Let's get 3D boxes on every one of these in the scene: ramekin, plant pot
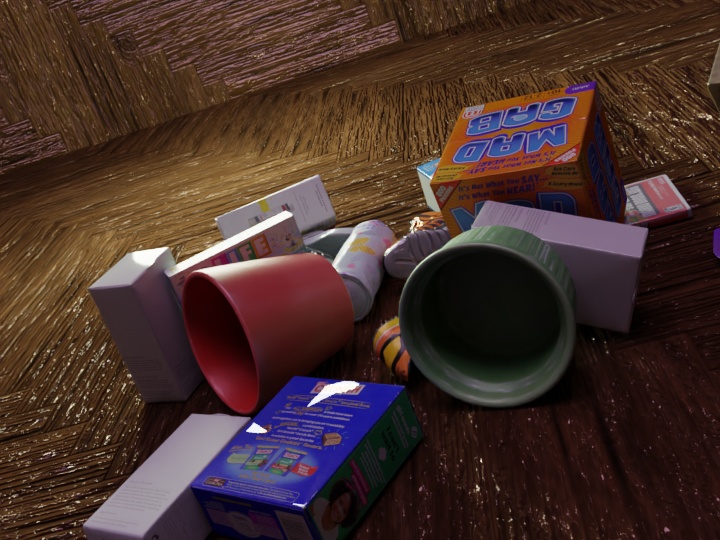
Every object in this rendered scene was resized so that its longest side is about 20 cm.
[{"bbox_3d":[0.152,0.046,1.001,0.199,0.201,0.098,-8,19,25],"label":"ramekin"},{"bbox_3d":[-0.118,0.070,1.188,0.177,0.201,0.200,-22,21,-34],"label":"plant pot"}]

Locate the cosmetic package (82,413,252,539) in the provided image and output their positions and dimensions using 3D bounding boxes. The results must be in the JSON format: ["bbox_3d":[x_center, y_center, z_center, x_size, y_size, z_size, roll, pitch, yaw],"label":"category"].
[{"bbox_3d":[-0.203,0.251,0.989,0.101,0.074,0.200,-2,27,35],"label":"cosmetic package"}]

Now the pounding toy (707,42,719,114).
[{"bbox_3d":[0.643,-0.281,1.348,0.184,0.200,0.143,4,61,43],"label":"pounding toy"}]

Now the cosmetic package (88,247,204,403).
[{"bbox_3d":[-0.295,0.081,1.269,0.084,0.201,0.108,-7,26,28],"label":"cosmetic package"}]

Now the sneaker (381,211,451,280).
[{"bbox_3d":[0.097,-0.039,1.393,0.199,0.078,0.112,-22,17,-31],"label":"sneaker"}]

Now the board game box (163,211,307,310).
[{"bbox_3d":[-0.166,0.018,1.271,0.199,0.135,0.034,-28,25,-17],"label":"board game box"}]

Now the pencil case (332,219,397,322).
[{"bbox_3d":[0.000,0.000,1.354,0.083,0.091,0.200,6,31,13],"label":"pencil case"}]

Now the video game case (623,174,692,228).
[{"bbox_3d":[0.381,-0.087,1.322,0.199,0.018,0.143,-16,24,11],"label":"video game case"}]

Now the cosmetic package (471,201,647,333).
[{"bbox_3d":[0.235,-0.006,1.061,0.199,0.108,0.085,12,32,16],"label":"cosmetic package"}]

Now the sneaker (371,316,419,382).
[{"bbox_3d":[0.117,0.082,1.124,0.199,0.070,0.090,-25,44,-17],"label":"sneaker"}]

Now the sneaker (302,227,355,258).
[{"bbox_3d":[-0.055,-0.046,1.512,0.199,0.073,0.071,-7,30,29],"label":"sneaker"}]

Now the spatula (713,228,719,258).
[{"bbox_3d":[0.499,-0.064,1.170,0.056,0.021,0.200,3,28,18],"label":"spatula"}]

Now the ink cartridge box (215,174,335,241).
[{"bbox_3d":[-0.150,-0.083,1.590,0.199,0.084,0.145,-22,-7,-5],"label":"ink cartridge box"}]

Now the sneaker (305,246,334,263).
[{"bbox_3d":[-0.133,0.009,1.346,0.199,0.088,0.074,-9,16,-23],"label":"sneaker"}]

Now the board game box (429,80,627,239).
[{"bbox_3d":[0.242,-0.110,1.217,0.199,0.201,0.200,-6,37,29],"label":"board game box"}]

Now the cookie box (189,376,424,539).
[{"bbox_3d":[-0.054,0.206,0.959,0.171,0.076,0.200,-1,30,38],"label":"cookie box"}]

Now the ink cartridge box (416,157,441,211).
[{"bbox_3d":[0.219,-0.166,1.539,0.199,0.085,0.145,-23,24,-7],"label":"ink cartridge box"}]
